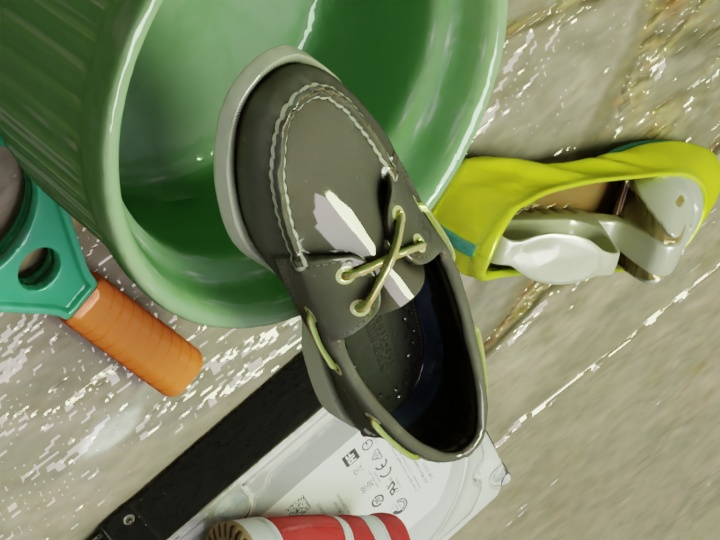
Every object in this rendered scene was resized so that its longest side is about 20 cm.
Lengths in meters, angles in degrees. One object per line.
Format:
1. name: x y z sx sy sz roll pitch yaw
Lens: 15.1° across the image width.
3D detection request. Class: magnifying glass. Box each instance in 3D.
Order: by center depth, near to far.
1. magnifying glass: -0.128 0.001 1.109 0.080 0.022 0.200 -50 139 -1

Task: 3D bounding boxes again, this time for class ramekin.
1. ramekin: -0.047 -0.088 1.042 0.200 0.098 0.201 -26 132 -33

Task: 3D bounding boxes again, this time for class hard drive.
1. hard drive: -0.030 0.118 1.268 0.200 0.038 0.140 -39 137 -10

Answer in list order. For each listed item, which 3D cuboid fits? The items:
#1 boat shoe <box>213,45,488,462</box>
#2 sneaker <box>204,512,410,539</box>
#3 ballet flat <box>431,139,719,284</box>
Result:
1. boat shoe: 0.002 -0.002 1.023 0.072 0.060 0.202 -43 140 -18
2. sneaker: -0.026 0.199 1.249 0.112 0.071 0.201 -6 121 -33
3. ballet flat: 0.110 -0.020 1.263 0.199 0.067 0.067 -3 121 -39
